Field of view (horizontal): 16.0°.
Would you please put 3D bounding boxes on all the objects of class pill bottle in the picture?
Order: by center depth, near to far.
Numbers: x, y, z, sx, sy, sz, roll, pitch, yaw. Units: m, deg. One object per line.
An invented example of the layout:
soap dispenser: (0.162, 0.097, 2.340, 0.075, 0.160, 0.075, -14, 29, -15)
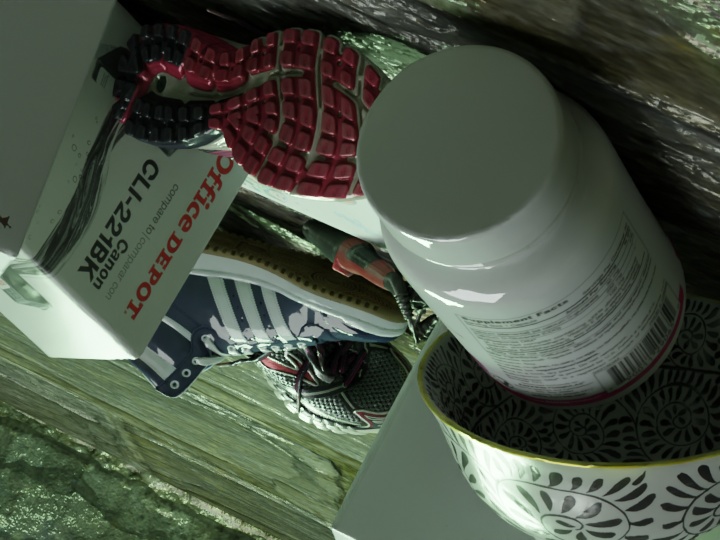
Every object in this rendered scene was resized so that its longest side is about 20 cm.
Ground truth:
pill bottle: (0.075, -0.019, 1.187, 0.113, 0.113, 0.200, 21, 166, 28)

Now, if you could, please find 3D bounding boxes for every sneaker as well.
sneaker: (-0.036, -0.084, 1.271, 0.075, 0.081, 0.200, 9, -171, -44)
sneaker: (-0.071, 0.040, 1.699, 0.200, 0.109, 0.070, 17, -164, 10)
sneaker: (-0.044, 0.051, 1.793, 0.200, 0.081, 0.075, 30, 164, -14)

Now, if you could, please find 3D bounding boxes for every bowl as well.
bowl: (0.131, 0.092, 1.310, 0.201, 0.201, 0.094, 17, 121, 39)

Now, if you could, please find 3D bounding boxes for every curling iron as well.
curling iron: (0.000, 0.000, 1.547, 0.050, 0.026, 0.200, 63, 167, -24)

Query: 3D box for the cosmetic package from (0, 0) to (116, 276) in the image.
cosmetic package: (-0.143, -0.096, 1.111, 0.052, 0.200, 0.151, 22, 169, -12)

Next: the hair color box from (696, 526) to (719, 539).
hair color box: (0.282, 0.235, 1.832, 0.064, 0.111, 0.200, 31, 167, -15)

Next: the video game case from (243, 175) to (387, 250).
video game case: (-0.071, -0.080, 1.461, 0.200, 0.024, 0.182, 24, 168, 14)

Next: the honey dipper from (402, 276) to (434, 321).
honey dipper: (0.050, -0.009, 1.479, 0.038, 0.038, 0.200, 27, 166, 1)

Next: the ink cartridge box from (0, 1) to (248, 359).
ink cartridge box: (-0.166, -0.066, 1.343, 0.084, 0.144, 0.200, 2, 144, 45)

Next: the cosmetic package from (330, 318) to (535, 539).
cosmetic package: (0.082, 0.106, 1.494, 0.123, 0.200, 0.199, 25, 168, 9)
